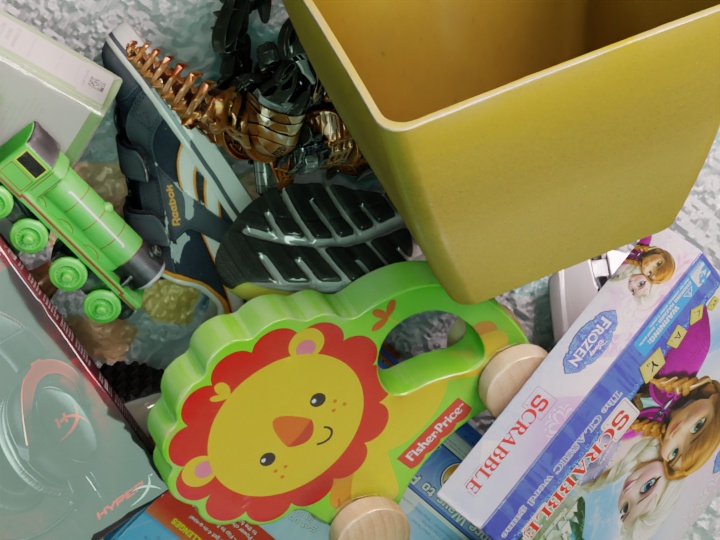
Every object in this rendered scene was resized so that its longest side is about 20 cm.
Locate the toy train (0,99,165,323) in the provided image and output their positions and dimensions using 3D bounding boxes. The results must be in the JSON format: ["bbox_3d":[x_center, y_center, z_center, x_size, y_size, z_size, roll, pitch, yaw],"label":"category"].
[{"bbox_3d":[-0.186,-0.048,1.274,0.056,0.042,0.200,-35,115,20],"label":"toy train"}]

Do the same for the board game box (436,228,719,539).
[{"bbox_3d":[0.158,0.098,1.331,0.200,0.041,0.199,-51,143,-2],"label":"board game box"}]

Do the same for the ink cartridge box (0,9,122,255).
[{"bbox_3d":[-0.258,-0.100,1.299,0.200,0.048,0.146,30,128,-10],"label":"ink cartridge box"}]

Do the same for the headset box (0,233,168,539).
[{"bbox_3d":[-0.223,0.081,1.290,0.148,0.075,0.200,-35,97,-5],"label":"headset box"}]

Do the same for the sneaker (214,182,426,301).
[{"bbox_3d":[0.000,0.000,1.323,0.199,0.078,0.090,-8,141,-34],"label":"sneaker"}]

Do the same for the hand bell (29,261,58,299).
[{"bbox_3d":[-0.261,0.064,1.367,0.200,0.104,0.104,-40,104,-7],"label":"hand bell"}]

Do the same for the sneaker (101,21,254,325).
[{"bbox_3d":[-0.110,-0.046,1.336,0.079,0.078,0.200,-32,106,-1],"label":"sneaker"}]

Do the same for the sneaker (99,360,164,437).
[{"bbox_3d":[-0.188,0.132,1.388,0.199,0.070,0.094,-28,112,4],"label":"sneaker"}]

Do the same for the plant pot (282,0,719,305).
[{"bbox_3d":[0.079,-0.102,1.202,0.199,0.200,0.177,-21,136,-9],"label":"plant pot"}]

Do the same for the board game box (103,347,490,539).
[{"bbox_3d":[-0.021,0.150,1.395,0.200,0.056,0.196,42,99,-19],"label":"board game box"}]

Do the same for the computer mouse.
[{"bbox_3d":[0.154,0.026,1.390,0.109,0.044,0.201,-11,105,-2],"label":"computer mouse"}]

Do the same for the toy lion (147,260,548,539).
[{"bbox_3d":[-0.013,0.071,1.272,0.200,0.069,0.192,-45,130,7],"label":"toy lion"}]

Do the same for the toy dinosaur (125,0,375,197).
[{"bbox_3d":[-0.047,-0.106,1.288,0.102,0.200,0.136,11,90,22],"label":"toy dinosaur"}]

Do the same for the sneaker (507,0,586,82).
[{"bbox_3d":[0.079,-0.187,1.314,0.115,0.074,0.201,13,105,-10],"label":"sneaker"}]
